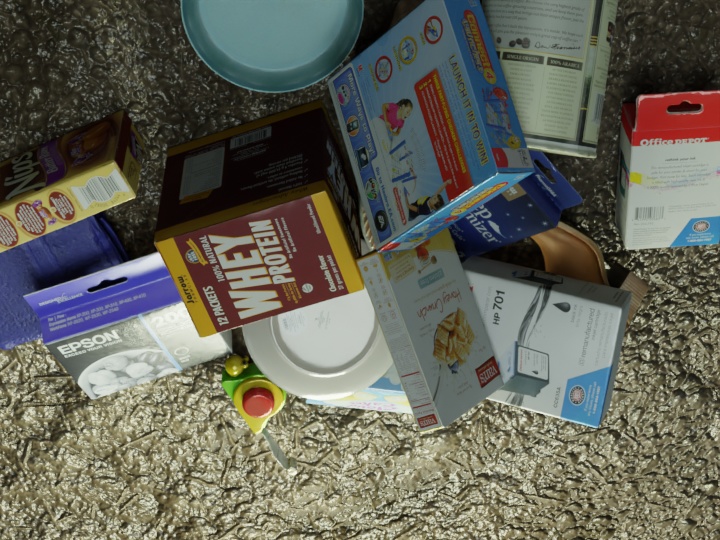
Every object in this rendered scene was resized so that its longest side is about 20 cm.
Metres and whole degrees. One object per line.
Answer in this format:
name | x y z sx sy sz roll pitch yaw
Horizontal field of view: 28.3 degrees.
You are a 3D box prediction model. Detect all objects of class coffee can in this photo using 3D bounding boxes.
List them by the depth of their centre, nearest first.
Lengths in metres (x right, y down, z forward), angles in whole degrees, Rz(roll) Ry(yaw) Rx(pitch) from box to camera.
coffee can | 0.187 -0.227 1.477 0.144 0.146 0.203 7 94 -8

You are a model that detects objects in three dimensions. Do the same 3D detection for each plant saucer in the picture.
plant saucer | -0.095 -0.289 1.542 0.197 0.028 0.203 -2 124 -2

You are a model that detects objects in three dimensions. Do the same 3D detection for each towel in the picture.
towel | -0.375 0.004 1.713 0.197 0.050 0.149 -20 119 8

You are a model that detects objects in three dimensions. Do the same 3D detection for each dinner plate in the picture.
dinner plate | -0.041 0.055 1.674 0.197 0.024 0.204 -1 98 -4

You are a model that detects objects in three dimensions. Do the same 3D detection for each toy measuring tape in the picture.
toy measuring tape | -0.110 0.179 1.827 0.073 0.074 0.201 -24 121 13

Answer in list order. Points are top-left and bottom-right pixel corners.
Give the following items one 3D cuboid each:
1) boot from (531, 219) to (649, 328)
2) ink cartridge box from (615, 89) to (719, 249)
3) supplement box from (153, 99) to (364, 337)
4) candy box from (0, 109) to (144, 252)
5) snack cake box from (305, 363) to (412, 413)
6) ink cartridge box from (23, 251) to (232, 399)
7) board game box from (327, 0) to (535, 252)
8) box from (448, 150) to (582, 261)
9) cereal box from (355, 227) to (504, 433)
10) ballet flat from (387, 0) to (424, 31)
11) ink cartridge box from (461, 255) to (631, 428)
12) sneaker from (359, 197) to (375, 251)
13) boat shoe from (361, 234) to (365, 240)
boot | 0.234 0.031 1.708 0.199 0.077 0.156 35 92 -24
ink cartridge box | 0.359 -0.128 1.643 0.114 0.068 0.202 -3 124 -1
supplement box | -0.109 -0.060 1.588 0.194 0.201 0.134 -16 124 9
candy box | -0.345 -0.096 1.604 0.198 0.117 0.057 -23 123 12
snack cake box | 0.035 0.131 1.769 0.197 0.068 0.115 6 161 -6
ink cartridge box | -0.275 0.067 1.715 0.195 0.044 0.201 -18 144 6
board game box | 0.066 -0.149 1.457 0.055 0.203 0.195 -3 161 -41
box | 0.143 -0.079 1.639 0.199 0.033 0.121 -21 125 41
cereal box | 0.079 0.059 1.559 0.039 0.143 0.203 -19 94 37
ballet flat | 0.035 -0.209 1.576 0.067 0.068 0.202 13 122 -6
ink cartridge box | 0.199 0.080 1.644 0.197 0.086 0.149 13 105 15
sneaker | 0.060 -0.033 1.664 0.071 0.080 0.202 -8 113 33
boat shoe | 0.000 0.000 1.711 0.197 0.072 0.073 3 115 -10
